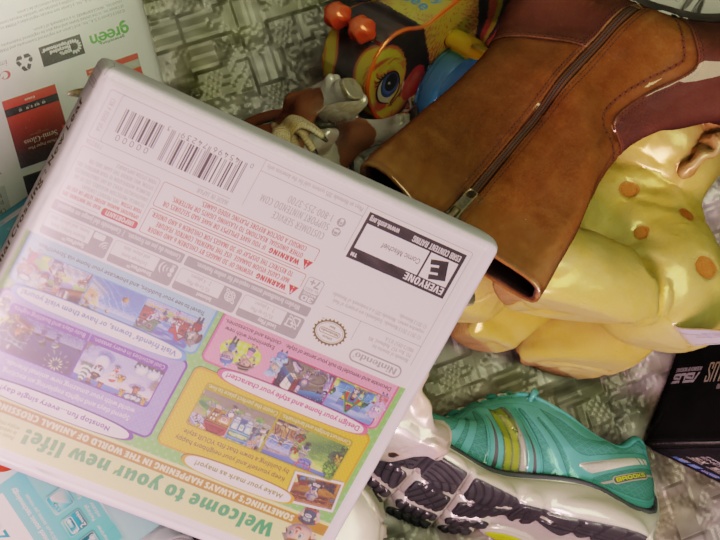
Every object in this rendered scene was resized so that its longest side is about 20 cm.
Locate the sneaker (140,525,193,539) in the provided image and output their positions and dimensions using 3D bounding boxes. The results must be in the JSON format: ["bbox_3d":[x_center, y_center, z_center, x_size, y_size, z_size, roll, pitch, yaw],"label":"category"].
[{"bbox_3d":[-0.170,0.178,1.095,0.200,0.073,0.071,-42,64,-3],"label":"sneaker"}]

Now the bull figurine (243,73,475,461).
[{"bbox_3d":[0.000,0.000,1.133,0.065,0.121,0.200,-20,76,-56],"label":"bull figurine"}]

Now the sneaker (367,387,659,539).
[{"bbox_3d":[0.072,0.101,1.234,0.200,0.078,0.080,19,58,-22],"label":"sneaker"}]

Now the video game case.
[{"bbox_3d":[-0.066,0.027,1.003,0.200,0.022,0.182,24,103,-23],"label":"video game case"}]

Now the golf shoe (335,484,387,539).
[{"bbox_3d":[-0.062,0.174,1.072,0.078,0.097,0.200,37,83,15],"label":"golf shoe"}]

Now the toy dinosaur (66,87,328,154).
[{"bbox_3d":[-0.052,-0.034,1.045,0.200,0.058,0.101,58,23,-29],"label":"toy dinosaur"}]

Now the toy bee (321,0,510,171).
[{"bbox_3d":[0.027,-0.114,1.190,0.131,0.109,0.200,10,61,22],"label":"toy bee"}]

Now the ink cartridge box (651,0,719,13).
[{"bbox_3d":[0.199,-0.178,1.221,0.200,0.084,0.145,45,26,5],"label":"ink cartridge box"}]

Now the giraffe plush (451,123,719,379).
[{"bbox_3d":[0.136,-0.041,1.201,0.173,0.200,0.162,34,61,-56],"label":"giraffe plush"}]

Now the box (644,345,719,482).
[{"bbox_3d":[0.289,0.097,1.261,0.200,0.164,0.086,26,77,-19],"label":"box"}]

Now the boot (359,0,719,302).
[{"bbox_3d":[0.127,-0.061,1.088,0.188,0.068,0.200,33,53,8],"label":"boot"}]

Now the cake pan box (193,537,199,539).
[{"bbox_3d":[-0.060,0.213,1.173,0.184,0.052,0.200,23,78,-21],"label":"cake pan box"}]

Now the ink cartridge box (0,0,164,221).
[{"bbox_3d":[-0.192,-0.044,1.111,0.200,0.084,0.176,-21,109,-22],"label":"ink cartridge box"}]

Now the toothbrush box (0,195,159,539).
[{"bbox_3d":[-0.158,0.065,1.057,0.200,0.085,0.146,-35,114,-15],"label":"toothbrush box"}]
